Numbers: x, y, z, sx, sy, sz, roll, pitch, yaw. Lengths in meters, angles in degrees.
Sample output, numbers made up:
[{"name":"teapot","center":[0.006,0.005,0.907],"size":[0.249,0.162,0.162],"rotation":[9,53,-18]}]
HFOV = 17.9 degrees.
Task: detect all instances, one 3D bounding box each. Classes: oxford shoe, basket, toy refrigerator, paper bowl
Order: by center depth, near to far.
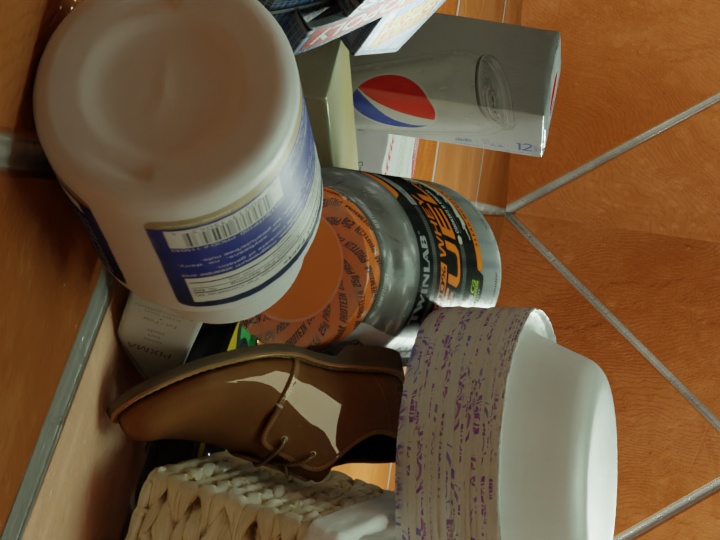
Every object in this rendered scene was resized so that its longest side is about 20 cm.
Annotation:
[{"name":"oxford shoe","center":[-0.048,0.084,1.282],"size":[0.071,0.200,0.071],"rotation":[-40,-121,47]},{"name":"basket","center":[-0.053,0.182,1.305],"size":[0.200,0.123,0.136],"rotation":[2,106,-72]},{"name":"paper bowl","center":[0.092,0.122,1.347],"size":[0.201,0.104,0.201],"rotation":[1,90,-76]},{"name":"toy refrigerator","center":[-0.046,-0.090,1.478],"size":[0.200,0.076,0.070],"rotation":[84,16,-61]}]

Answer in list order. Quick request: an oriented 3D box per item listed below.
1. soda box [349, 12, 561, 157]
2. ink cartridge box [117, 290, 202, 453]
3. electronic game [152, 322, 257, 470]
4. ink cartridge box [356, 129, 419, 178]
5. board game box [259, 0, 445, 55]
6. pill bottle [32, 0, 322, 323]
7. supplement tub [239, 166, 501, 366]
[{"name":"soda box","center":[0.031,-0.132,1.529],"size":[0.063,0.199,0.068],"rotation":[83,19,-66]},{"name":"ink cartridge box","center":[-0.104,-0.011,1.308],"size":[0.200,0.050,0.161],"rotation":[122,-14,-55]},{"name":"electronic game","center":[-0.094,0.110,1.418],"size":[0.200,0.042,0.201],"rotation":[12,90,-85]},{"name":"ink cartridge box","center":[-0.007,-0.092,1.739],"size":[0.200,0.083,0.145],"rotation":[78,21,-70]},{"name":"board game box","center":[0.006,-0.178,1.304],"size":[0.200,0.062,0.200],"rotation":[-30,169,-33]},{"name":"pill bottle","center":[-0.079,-0.048,1.089],"size":[0.200,0.119,0.120],"rotation":[80,20,-70]},{"name":"supplement tub","center":[0.000,0.000,1.402],"size":[0.200,0.122,0.123],"rotation":[1,98,-67]}]
